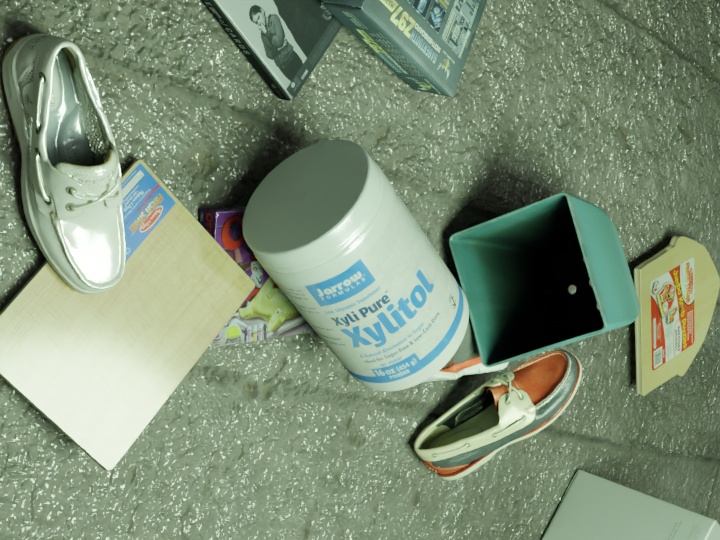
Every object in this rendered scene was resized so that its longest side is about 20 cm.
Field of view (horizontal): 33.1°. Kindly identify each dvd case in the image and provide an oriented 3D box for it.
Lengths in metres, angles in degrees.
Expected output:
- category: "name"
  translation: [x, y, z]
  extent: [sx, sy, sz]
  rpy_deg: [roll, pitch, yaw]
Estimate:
- category: "dvd case"
  translation: [-0.077, -0.268, 1.026]
  extent: [0.151, 0.025, 0.200]
  rpy_deg: [-57, 133, -19]

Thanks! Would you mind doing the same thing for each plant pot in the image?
- category: "plant pot"
  translation: [0.216, 0.011, 1.295]
  extent: [0.199, 0.140, 0.143]
  rpy_deg: [0, 72, -58]

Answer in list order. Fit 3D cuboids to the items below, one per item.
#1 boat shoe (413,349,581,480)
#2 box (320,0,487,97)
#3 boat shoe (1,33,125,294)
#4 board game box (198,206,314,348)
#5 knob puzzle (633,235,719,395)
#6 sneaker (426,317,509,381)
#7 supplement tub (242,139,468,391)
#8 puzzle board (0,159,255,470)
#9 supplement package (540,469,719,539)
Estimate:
- category: "boat shoe"
  translation: [0.146, 0.147, 1.288]
  extent: [0.199, 0.071, 0.063]
  rpy_deg: [-37, 134, 6]
- category: "box"
  translation: [0.053, -0.272, 1.117]
  extent: [0.200, 0.051, 0.159]
  rpy_deg: [28, 79, -57]
- category: "boat shoe"
  translation: [-0.210, -0.073, 0.894]
  extent: [0.070, 0.069, 0.202]
  rpy_deg: [-27, 115, -35]
- category: "board game box"
  translation: [-0.065, -0.001, 1.106]
  extent: [0.199, 0.032, 0.122]
  rpy_deg: [-7, 101, -45]
- category: "knob puzzle"
  translation: [0.417, 0.047, 1.616]
  extent: [0.218, 0.030, 0.223]
  rpy_deg: [-13, 109, -43]
- category: "sneaker"
  translation: [0.078, 0.072, 1.254]
  extent: [0.199, 0.076, 0.083]
  rpy_deg: [-3, 85, -52]
- category: "supplement tub"
  translation: [0.000, 0.000, 1.059]
  extent: [0.133, 0.131, 0.200]
  rpy_deg: [-56, 132, -20]
- category: "puzzle board"
  translation: [-0.191, 0.035, 0.968]
  extent: [0.151, 0.017, 0.201]
  rpy_deg: [49, 64, -25]
- category: "supplement package"
  translation: [0.343, 0.350, 1.492]
  extent: [0.120, 0.199, 0.121]
  rpy_deg: [-57, 134, -18]
